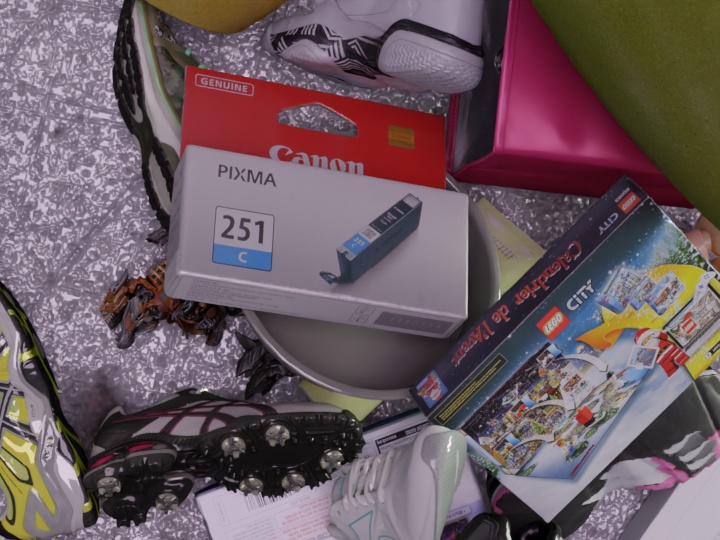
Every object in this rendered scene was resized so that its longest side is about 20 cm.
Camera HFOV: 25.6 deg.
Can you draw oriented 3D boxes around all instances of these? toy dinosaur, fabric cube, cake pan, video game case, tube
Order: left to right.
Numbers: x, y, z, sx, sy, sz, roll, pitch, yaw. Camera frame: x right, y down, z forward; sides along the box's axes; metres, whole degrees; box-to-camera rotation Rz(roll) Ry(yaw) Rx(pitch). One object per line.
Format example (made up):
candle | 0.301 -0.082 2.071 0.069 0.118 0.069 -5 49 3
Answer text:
toy dinosaur | -0.083 0.009 1.133 0.199 0.102 0.137 -31 74 15
cake pan | 0.000 0.000 1.098 0.198 0.037 0.202 8 63 -16
video game case | 0.002 0.213 1.154 0.198 0.045 0.183 -19 89 -5
tube | 0.042 0.033 1.160 0.200 0.052 0.058 -42 97 -5
fabric cube | 0.177 -0.155 1.105 0.197 0.200 0.199 6 87 -7

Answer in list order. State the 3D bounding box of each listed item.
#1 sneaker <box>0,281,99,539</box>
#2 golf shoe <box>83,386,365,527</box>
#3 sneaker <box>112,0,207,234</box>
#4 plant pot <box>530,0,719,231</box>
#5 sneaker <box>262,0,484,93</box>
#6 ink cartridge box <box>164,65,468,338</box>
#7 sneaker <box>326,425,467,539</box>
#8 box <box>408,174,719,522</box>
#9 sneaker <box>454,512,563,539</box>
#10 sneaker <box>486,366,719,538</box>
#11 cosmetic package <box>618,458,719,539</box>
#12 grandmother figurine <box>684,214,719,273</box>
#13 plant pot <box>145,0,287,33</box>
sneaker | -0.251 0.097 1.121 0.076 0.075 0.202 -21 88 -3
golf shoe | -0.097 0.113 1.113 0.198 0.089 0.078 -10 131 4
sneaker | -0.121 -0.119 1.141 0.088 0.077 0.202 -11 77 -26
plant pot | 0.214 -0.129 0.934 0.186 0.187 0.201 -30 107 -5
sneaker | 0.017 -0.190 1.109 0.075 0.199 0.116 18 86 -44
ink cartridge box | -0.026 -0.055 1.068 0.198 0.045 0.178 9 64 -16
sneaker | 0.019 0.154 1.044 0.080 0.201 0.071 22 60 3
box | 0.148 0.055 1.044 0.200 0.038 0.136 -45 120 6
sneaker | 0.135 0.230 1.090 0.199 0.071 0.099 32 78 -22
sneaker | 0.174 0.118 1.151 0.198 0.086 0.081 -24 114 -3
cosmetic package | 0.264 0.232 1.175 0.150 0.052 0.201 37 86 -5
grandmother figurine | 0.176 0.027 1.171 0.198 0.061 0.123 -17 102 -3
plant pot | -0.097 -0.251 1.100 0.199 0.200 0.143 28 111 -4
